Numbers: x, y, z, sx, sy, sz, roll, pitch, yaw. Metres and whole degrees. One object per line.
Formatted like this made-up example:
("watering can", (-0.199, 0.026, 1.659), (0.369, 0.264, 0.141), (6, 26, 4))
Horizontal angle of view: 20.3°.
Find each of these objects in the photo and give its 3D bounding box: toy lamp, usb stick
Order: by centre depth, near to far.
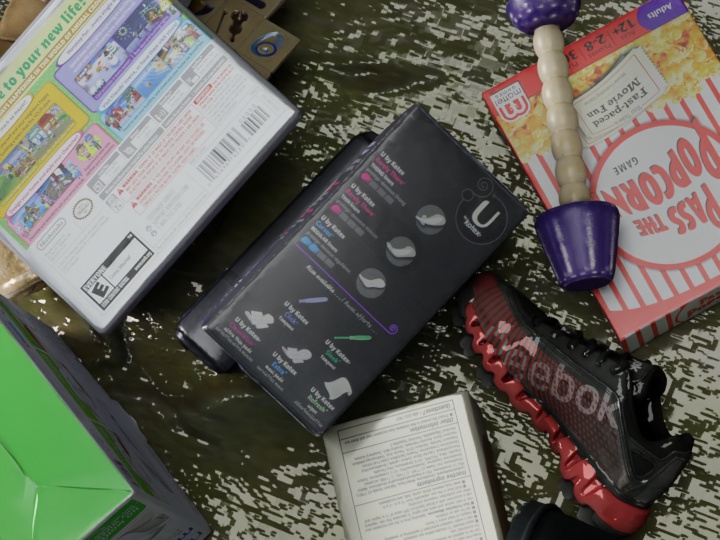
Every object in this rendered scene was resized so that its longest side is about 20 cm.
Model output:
("toy lamp", (0.133, -0.085, 1.315), (0.058, 0.058, 0.200), (-9, 71, 9))
("usb stick", (-0.046, -0.012, 1.392), (0.055, 0.033, 0.200), (43, 86, 17))

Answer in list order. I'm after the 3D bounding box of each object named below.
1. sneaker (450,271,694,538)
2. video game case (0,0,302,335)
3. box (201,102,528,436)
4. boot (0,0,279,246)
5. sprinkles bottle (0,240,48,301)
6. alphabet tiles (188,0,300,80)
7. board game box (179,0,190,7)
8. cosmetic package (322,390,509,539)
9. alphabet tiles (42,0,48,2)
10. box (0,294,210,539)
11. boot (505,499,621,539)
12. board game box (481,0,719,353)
("sneaker", (0.141, 0.070, 1.301), (0.098, 0.071, 0.201), (-43, 72, 22))
("video game case", (-0.170, -0.090, 1.347), (0.182, 0.022, 0.200), (42, 93, 10))
("box", (0.000, 0.000, 1.317), (0.106, 0.122, 0.200), (43, 87, -4))
("boot", (-0.173, -0.116, 1.433), (0.200, 0.066, 0.175), (14, 66, 14))
("sprinkles bottle", (-0.268, -0.078, 1.408), (0.068, 0.068, 0.200), (-27, 89, 4))
("alphabet tiles", (-0.146, -0.153, 1.408), (0.166, 0.006, 0.200), (33, 70, 22))
("board game box", (-0.160, -0.301, 1.377), (0.200, 0.041, 0.200), (45, 124, 20))
("cosmetic package", (0.049, 0.189, 1.297), (0.105, 0.071, 0.200), (-14, 73, 8))
("alphabet tiles", (-0.233, -0.284, 1.487), (0.200, 0.008, 0.167), (28, 68, 22))
("box", (-0.210, 0.113, 1.317), (0.097, 0.176, 0.200), (-41, 72, -2))
("boot", (0.178, 0.198, 1.209), (0.162, 0.198, 0.073), (13, 81, 21))
("board game box", (0.195, -0.068, 1.349), (0.151, 0.046, 0.200), (-29, 71, 3))
